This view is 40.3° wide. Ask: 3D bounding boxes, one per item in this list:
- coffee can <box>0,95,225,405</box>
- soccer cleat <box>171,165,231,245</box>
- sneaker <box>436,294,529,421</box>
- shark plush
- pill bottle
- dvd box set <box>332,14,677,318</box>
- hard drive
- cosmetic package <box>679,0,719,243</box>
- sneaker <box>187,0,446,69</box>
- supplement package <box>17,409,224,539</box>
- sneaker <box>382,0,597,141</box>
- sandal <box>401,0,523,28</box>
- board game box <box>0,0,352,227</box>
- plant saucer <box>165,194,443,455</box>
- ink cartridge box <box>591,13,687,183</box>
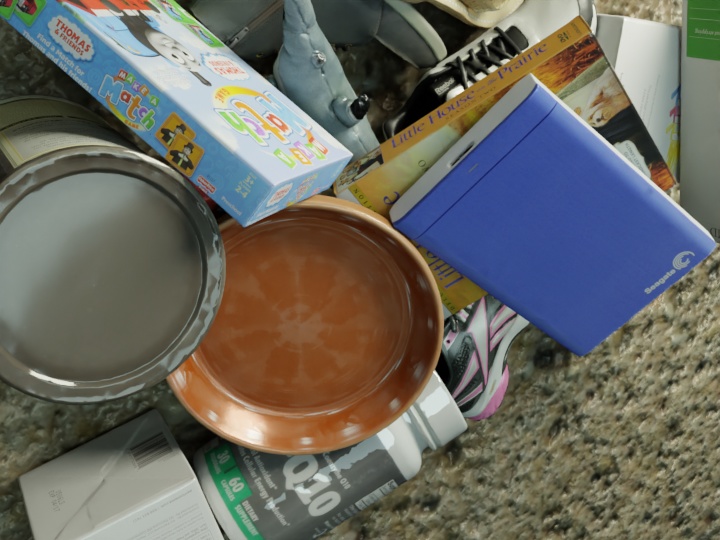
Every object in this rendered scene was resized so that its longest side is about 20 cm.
[{"bbox_3d":[-0.185,-0.024,0.614,0.146,0.200,0.147,-9,111,-24],"label":"coffee can"},{"bbox_3d":[-0.117,-0.008,0.736,0.068,0.085,0.200,-3,132,-9],"label":"soccer cleat"},{"bbox_3d":[0.094,0.042,0.852,0.086,0.080,0.200,2,105,-31],"label":"sneaker"},{"bbox_3d":[-0.014,-0.125,0.684,0.091,0.083,0.200,-31,137,-27],"label":"shark plush"},{"bbox_3d":[-0.023,0.141,0.790,0.200,0.113,0.113,-33,120,-3],"label":"pill bottle"},{"bbox_3d":[0.101,-0.063,0.687,0.200,0.029,0.146,-31,124,15],"label":"dvd box set"},{"bbox_3d":[0.137,-0.029,0.681,0.200,0.025,0.132,33,115,-29],"label":"hard drive"},{"bbox_3d":[0.310,-0.120,0.747,0.085,0.108,0.200,-15,111,-24],"label":"cosmetic package"},{"bbox_3d":[-0.029,-0.186,0.728,0.200,0.075,0.106,28,113,-40],"label":"sneaker"},{"bbox_3d":[-0.162,0.236,0.762,0.120,0.121,0.200,-26,118,-17],"label":"supplement package"},{"bbox_3d":[0.100,-0.146,0.760,0.200,0.074,0.080,-47,147,15],"label":"sneaker"},{"bbox_3d":[0.095,-0.224,0.721,0.212,0.070,0.078,-11,101,-49],"label":"sandal"},{"bbox_3d":[-0.109,-0.115,0.601,0.200,0.151,0.037,41,110,3],"label":"board game box"},{"bbox_3d":[-0.042,0.040,0.690,0.200,0.032,0.201,-2,115,-4],"label":"plant saucer"},{"bbox_3d":[0.245,-0.147,0.841,0.200,0.129,0.126,0,107,-29],"label":"ink cartridge box"}]
